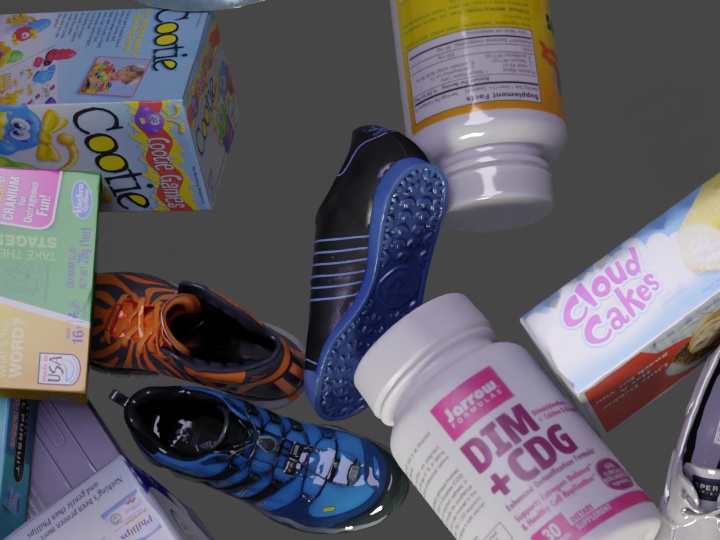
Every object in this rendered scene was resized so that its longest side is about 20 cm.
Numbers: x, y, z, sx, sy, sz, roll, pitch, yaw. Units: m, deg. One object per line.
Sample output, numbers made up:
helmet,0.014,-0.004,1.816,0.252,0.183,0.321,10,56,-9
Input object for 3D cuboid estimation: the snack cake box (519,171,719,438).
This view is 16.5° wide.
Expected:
snack cake box,0.209,0.013,1.602,0.200,0.115,0.067,-36,69,0

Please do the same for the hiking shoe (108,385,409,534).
hiking shoe,-0.068,0.126,1.646,0.200,0.087,0.075,11,79,16

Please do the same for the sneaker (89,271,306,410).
sneaker,-0.134,0.033,1.675,0.200,0.112,0.078,12,77,16

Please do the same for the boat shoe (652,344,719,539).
boat shoe,0.222,0.140,1.587,0.073,0.065,0.200,4,75,14

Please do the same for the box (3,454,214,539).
box,-0.115,0.239,1.574,0.105,0.184,0.200,-37,70,-1

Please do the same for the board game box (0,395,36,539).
board game box,-0.299,0.096,1.695,0.151,0.047,0.200,0,74,16

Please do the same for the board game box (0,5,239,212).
board game box,-0.197,-0.109,1.718,0.200,0.103,0.105,-1,44,13

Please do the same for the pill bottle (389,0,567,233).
pill bottle,0.080,-0.131,1.675,0.109,0.109,0.200,-9,73,10

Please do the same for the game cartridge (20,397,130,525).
game cartridge,-0.239,0.128,1.714,0.130,0.038,0.200,-38,69,5

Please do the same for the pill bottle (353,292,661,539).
pill bottle,0.091,0.119,1.598,0.113,0.113,0.200,-39,70,0

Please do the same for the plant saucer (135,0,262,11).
plant saucer,-0.097,-0.261,1.744,0.200,0.039,0.201,-6,45,6

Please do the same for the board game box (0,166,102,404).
board game box,-0.276,0.006,1.649,0.199,0.040,0.153,3,77,-4

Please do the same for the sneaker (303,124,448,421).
sneaker,0.000,0.000,1.658,0.078,0.070,0.200,46,123,48
